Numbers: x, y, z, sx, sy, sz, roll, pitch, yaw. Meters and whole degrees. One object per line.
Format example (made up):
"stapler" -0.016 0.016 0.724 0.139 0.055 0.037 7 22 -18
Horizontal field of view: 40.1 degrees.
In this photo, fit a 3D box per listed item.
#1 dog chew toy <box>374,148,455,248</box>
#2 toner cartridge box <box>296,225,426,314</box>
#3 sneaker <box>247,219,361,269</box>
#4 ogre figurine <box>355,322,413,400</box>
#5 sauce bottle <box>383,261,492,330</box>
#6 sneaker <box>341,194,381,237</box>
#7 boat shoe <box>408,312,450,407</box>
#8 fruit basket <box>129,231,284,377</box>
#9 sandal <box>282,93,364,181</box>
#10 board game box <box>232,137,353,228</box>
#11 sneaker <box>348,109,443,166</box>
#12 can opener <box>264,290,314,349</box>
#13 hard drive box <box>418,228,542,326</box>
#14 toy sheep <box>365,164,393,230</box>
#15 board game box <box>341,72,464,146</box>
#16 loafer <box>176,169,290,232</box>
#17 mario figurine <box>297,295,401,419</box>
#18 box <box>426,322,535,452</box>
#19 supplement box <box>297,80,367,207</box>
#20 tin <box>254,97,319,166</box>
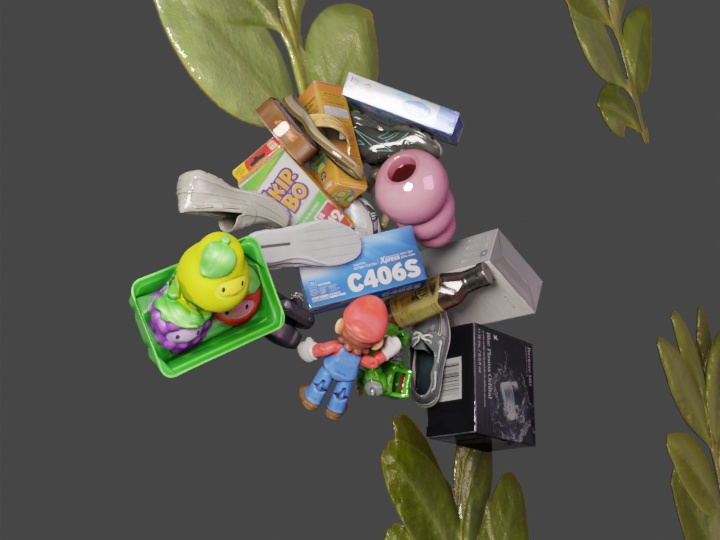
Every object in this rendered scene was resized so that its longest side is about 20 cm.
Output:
"dog chew toy" 0.102 -0.109 1.649 0.201 0.122 0.127 55 41 -49
"toner cartridge box" 0.000 0.000 1.585 0.196 0.043 0.097 -14 72 -9
"sneaker" -0.096 -0.040 1.532 0.196 0.070 0.075 0 85 -27
"ogre figurine" 0.039 0.151 1.639 0.200 0.096 0.123 87 2 -80
"sauce bottle" 0.134 0.041 1.705 0.066 0.197 0.067 46 28 -35
"sneaker" -0.013 -0.031 1.657 0.115 0.074 0.203 -38 110 -49
"boat shoe" 0.119 0.137 1.749 0.062 0.071 0.205 50 43 -68
"fruit basket" -0.196 0.035 1.309 0.214 0.213 0.158 -27 98 -48
"sandal" -0.053 -0.221 1.556 0.201 0.054 0.080 51 4 30
"board game box" -0.106 -0.111 1.564 0.200 0.095 0.030 47 14 -27
"sneaker" 0.045 -0.211 1.683 0.075 0.196 0.081 42 66 -72
"can opener" -0.148 0.044 1.491 0.199 0.063 0.080 39 53 -35
"hard drive box" 0.204 0.022 1.794 0.156 0.198 0.078 45 48 -30
"toy sheep" 0.071 -0.159 1.756 0.138 0.137 0.202 42 65 -32
"board game box" 0.077 -0.273 1.691 0.200 0.196 0.044 -10 122 -81
"loafer" -0.191 -0.089 1.483 0.197 0.069 0.071 18 72 -37
"mario figurine" -0.018 0.124 1.532 0.122 0.202 0.106 8 28 -45
"box" 0.223 0.219 1.822 0.198 0.116 0.201 20 64 -45
"supplement box" -0.049 -0.210 1.639 0.068 0.066 0.204 4 61 -39
"tin" -0.112 -0.218 1.538 0.112 0.042 0.200 45 6 -6
